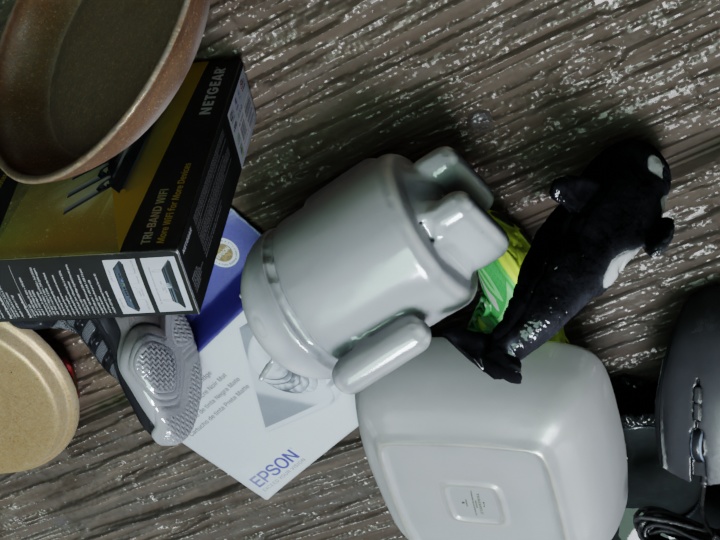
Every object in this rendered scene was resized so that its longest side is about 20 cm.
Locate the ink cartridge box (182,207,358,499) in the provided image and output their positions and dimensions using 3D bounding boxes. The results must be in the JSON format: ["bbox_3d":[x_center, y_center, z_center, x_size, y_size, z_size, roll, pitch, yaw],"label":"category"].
[{"bbox_3d":[-0.090,0.076,0.855,0.199,0.041,0.199,38,121,-17],"label":"ink cartridge box"}]

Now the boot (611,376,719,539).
[{"bbox_3d":[0.267,0.166,0.852,0.195,0.074,0.164,0,117,4],"label":"boot"}]

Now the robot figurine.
[{"bbox_3d":[0.000,0.000,0.717,0.199,0.171,0.113,-30,134,21],"label":"robot figurine"}]

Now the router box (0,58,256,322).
[{"bbox_3d":[-0.161,-0.056,0.676,0.155,0.201,0.053,-4,132,10],"label":"router box"}]

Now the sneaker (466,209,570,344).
[{"bbox_3d":[0.110,0.049,0.787,0.083,0.074,0.202,-15,121,13],"label":"sneaker"}]

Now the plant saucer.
[{"bbox_3d":[-0.150,-0.141,0.628,0.199,0.202,0.036,-33,142,27],"label":"plant saucer"}]

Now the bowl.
[{"bbox_3d":[0.093,0.147,0.792,0.197,0.075,0.202,0,131,23],"label":"bowl"}]

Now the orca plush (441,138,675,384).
[{"bbox_3d":[0.125,-0.027,0.677,0.199,0.105,0.071,-40,118,-10],"label":"orca plush"}]

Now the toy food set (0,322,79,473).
[{"bbox_3d":[-0.333,0.095,0.899,0.198,0.049,0.199,26,124,-10],"label":"toy food set"}]

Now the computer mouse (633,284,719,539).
[{"bbox_3d":[0.264,0.110,0.732,0.139,0.203,0.046,10,173,39],"label":"computer mouse"}]

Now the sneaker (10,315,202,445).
[{"bbox_3d":[-0.199,0.044,0.813,0.113,0.075,0.202,-15,98,26],"label":"sneaker"}]
